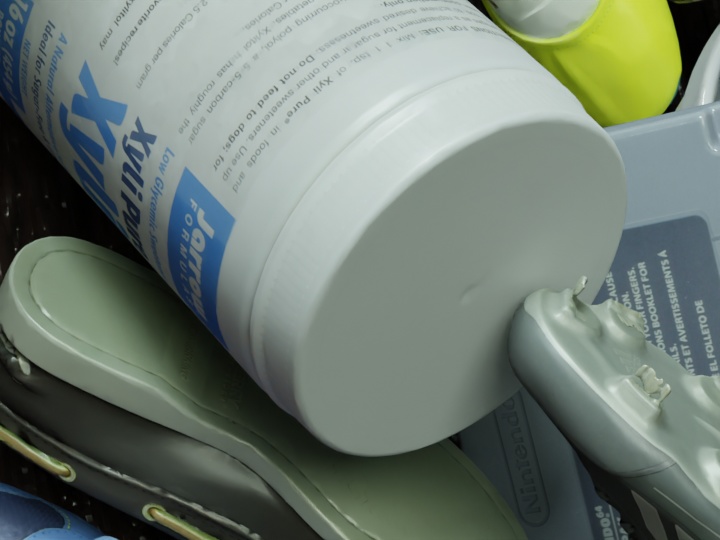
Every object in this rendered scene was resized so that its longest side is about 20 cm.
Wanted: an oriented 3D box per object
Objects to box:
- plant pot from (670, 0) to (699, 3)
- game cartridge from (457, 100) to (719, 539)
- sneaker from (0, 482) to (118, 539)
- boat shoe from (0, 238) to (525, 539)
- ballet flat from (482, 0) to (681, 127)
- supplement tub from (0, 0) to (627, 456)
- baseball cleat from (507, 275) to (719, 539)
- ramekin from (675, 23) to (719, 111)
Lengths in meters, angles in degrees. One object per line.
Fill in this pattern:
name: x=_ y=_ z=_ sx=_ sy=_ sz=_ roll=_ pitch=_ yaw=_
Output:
plant pot: x=0.155 y=-0.234 z=0.900 sx=0.200 sy=0.200 sz=0.199 roll=-35 pitch=100 yaw=-26
game cartridge: x=0.098 y=0.051 z=0.824 sx=0.041 sy=0.132 sz=0.202 roll=-23 pitch=100 yaw=-58
sneaker: x=-0.072 y=0.129 z=0.781 sx=0.199 sy=0.082 sz=0.074 roll=37 pitch=65 yaw=3
boat shoe: x=-0.038 y=0.065 z=0.807 sx=0.200 sy=0.061 sz=0.072 roll=32 pitch=35 yaw=-8
ballet flat: x=0.055 y=-0.142 z=0.933 sx=0.067 sy=0.067 sz=0.201 roll=6 pitch=55 yaw=-57
supplement tub: x=-0.025 y=-0.051 z=0.777 sx=0.131 sy=0.133 sz=0.200 roll=-26 pitch=50 yaw=-24
baseball cleat: x=0.102 y=0.097 z=0.751 sx=0.200 sy=0.106 sz=0.070 roll=42 pitch=25 yaw=-7
ramekin: x=0.196 y=-0.012 z=0.906 sx=0.198 sy=0.105 sz=0.202 roll=6 pitch=67 yaw=-14
